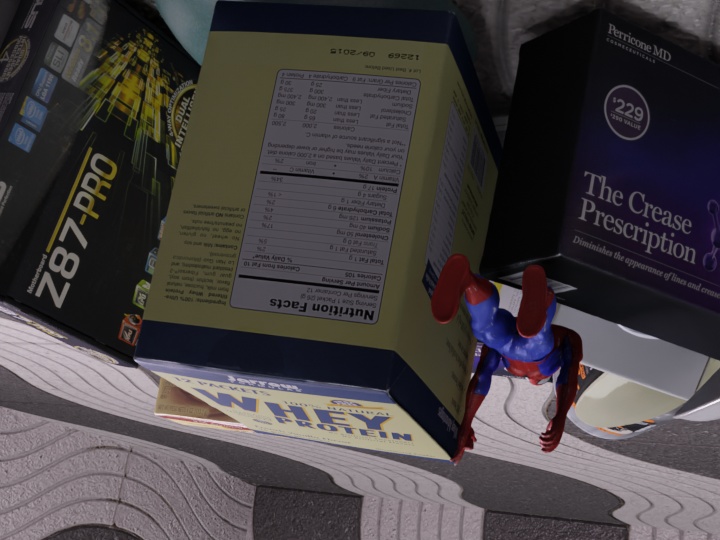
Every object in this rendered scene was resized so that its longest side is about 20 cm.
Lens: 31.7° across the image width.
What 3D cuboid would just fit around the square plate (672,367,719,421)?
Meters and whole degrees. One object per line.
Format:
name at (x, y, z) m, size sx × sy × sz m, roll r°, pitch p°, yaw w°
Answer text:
square plate at (0.324, 0.030, 0.828) m, size 0.028 × 0.198 × 0.200 m, roll 53°, pitch 154°, yaw 1°

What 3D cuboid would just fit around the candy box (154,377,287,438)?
candy box at (-0.101, 0.039, 1.108) m, size 0.115 × 0.201 × 0.055 m, roll 3°, pitch 166°, yaw 25°

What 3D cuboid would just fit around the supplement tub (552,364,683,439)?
supplement tub at (0.259, 0.086, 1.177) m, size 0.122 × 0.123 × 0.200 m, roll 12°, pitch 164°, yaw -3°

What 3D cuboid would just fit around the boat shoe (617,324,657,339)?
boat shoe at (0.266, -0.001, 0.848) m, size 0.200 × 0.071 × 0.091 m, roll -22°, pitch 162°, yaw 15°

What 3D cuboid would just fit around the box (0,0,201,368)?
box at (-0.169, -0.060, 0.785) m, size 0.049 × 0.201 × 0.161 m, roll 6°, pitch 160°, yaw 41°

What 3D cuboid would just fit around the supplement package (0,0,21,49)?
supplement package at (-0.282, -0.132, 0.777) m, size 0.121 × 0.120 × 0.200 m, roll 0°, pitch 161°, yaw 38°

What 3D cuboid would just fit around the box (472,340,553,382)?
box at (0.089, 0.050, 1.255) m, size 0.199 × 0.079 × 0.141 m, roll 5°, pitch 166°, yaw 19°

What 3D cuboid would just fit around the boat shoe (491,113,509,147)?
boat shoe at (0.153, -0.054, 0.858) m, size 0.201 × 0.065 × 0.074 m, roll 18°, pitch 163°, yaw -24°

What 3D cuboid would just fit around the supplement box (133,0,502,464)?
supplement box at (-0.009, -0.014, 0.716) m, size 0.134 × 0.201 × 0.200 m, roll 6°, pitch 164°, yaw 17°

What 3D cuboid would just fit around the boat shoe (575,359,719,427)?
boat shoe at (0.253, 0.058, 1.030) m, size 0.074 × 0.063 × 0.201 m, roll 28°, pitch 125°, yaw -26°

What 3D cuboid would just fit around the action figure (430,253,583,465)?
action figure at (0.079, 0.060, 0.682) m, size 0.065 × 0.099 × 0.200 m, roll 11°, pitch 172°, yaw 18°

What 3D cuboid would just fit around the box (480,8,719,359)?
box at (0.180, -0.040, 0.721) m, size 0.199 × 0.142 × 0.079 m, roll 18°, pitch 162°, yaw -25°

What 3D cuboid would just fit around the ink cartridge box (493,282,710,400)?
ink cartridge box at (0.160, 0.021, 0.975) m, size 0.145 × 0.084 × 0.200 m, roll 19°, pitch -178°, yaw -23°

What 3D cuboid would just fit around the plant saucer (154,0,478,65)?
plant saucer at (-0.031, -0.131, 0.763) m, size 0.200 × 0.039 × 0.201 m, roll 10°, pitch 165°, yaw 3°
